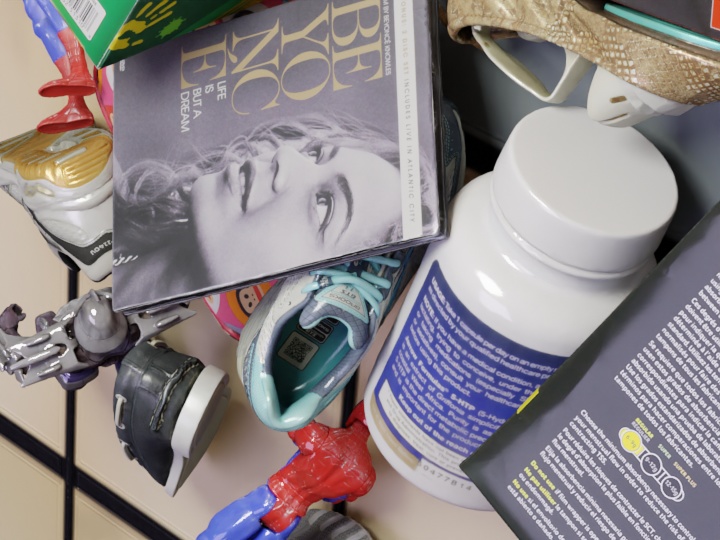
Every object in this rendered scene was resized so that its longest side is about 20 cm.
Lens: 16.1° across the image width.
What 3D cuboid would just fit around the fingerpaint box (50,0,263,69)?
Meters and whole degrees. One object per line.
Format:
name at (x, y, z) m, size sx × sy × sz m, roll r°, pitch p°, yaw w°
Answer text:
fingerpaint box at (-0.121, -0.229, 1.353) m, size 0.201 × 0.166 × 0.073 m, roll 55°, pitch 141°, yaw 11°

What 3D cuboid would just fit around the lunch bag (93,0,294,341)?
lunch bag at (-0.069, -0.061, 1.453) m, size 0.176 × 0.082 × 0.201 m, roll -28°, pitch 89°, yaw 51°

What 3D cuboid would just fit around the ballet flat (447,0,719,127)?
ballet flat at (0.117, -0.107, 1.237) m, size 0.200 × 0.070 × 0.066 m, roll 30°, pitch 108°, yaw 44°

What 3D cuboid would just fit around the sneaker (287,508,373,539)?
sneaker at (0.005, 0.219, 1.530) m, size 0.200 × 0.075 × 0.082 m, roll 38°, pitch 157°, yaw 41°

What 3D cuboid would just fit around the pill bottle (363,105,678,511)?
pill bottle at (0.085, 0.018, 1.302) m, size 0.120 × 0.119 × 0.201 m, roll 44°, pitch 137°, yaw 21°

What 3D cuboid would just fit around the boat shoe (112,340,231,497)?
boat shoe at (-0.118, 0.085, 1.543) m, size 0.060 × 0.076 × 0.200 m, roll 27°, pitch 160°, yaw 3°

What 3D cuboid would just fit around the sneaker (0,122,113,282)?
sneaker at (-0.178, -0.041, 1.537) m, size 0.200 × 0.075 × 0.088 m, roll -137°, pitch 24°, yaw -74°

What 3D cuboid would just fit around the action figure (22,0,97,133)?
action figure at (-0.218, -0.180, 1.504) m, size 0.065 × 0.098 × 0.201 m, roll 111°, pitch 151°, yaw -61°

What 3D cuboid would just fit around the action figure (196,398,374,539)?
action figure at (-0.061, 0.135, 1.517) m, size 0.065 × 0.200 × 0.099 m, roll 43°, pitch -168°, yaw -25°

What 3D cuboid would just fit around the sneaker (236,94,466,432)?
sneaker at (0.000, 0.000, 1.325) m, size 0.077 × 0.086 × 0.201 m, roll 23°, pitch 107°, yaw -8°

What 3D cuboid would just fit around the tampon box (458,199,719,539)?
tampon box at (0.175, 0.060, 1.161) m, size 0.126 × 0.150 × 0.200 m, roll 50°, pitch 117°, yaw 14°

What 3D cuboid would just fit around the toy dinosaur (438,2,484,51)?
toy dinosaur at (0.013, -0.200, 1.308) m, size 0.106 × 0.060 × 0.201 m, roll 14°, pitch 120°, yaw 40°

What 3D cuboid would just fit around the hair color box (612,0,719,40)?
hair color box at (0.122, -0.186, 1.198) m, size 0.199 × 0.061 × 0.102 m, roll 25°, pitch 128°, yaw 37°

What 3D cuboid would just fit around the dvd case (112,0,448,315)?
dvd case at (-0.046, -0.067, 1.321) m, size 0.199 × 0.016 × 0.150 m, roll -13°, pitch 67°, yaw 28°

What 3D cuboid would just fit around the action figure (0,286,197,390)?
action figure at (-0.162, 0.037, 1.541) m, size 0.200 × 0.129 × 0.070 m, roll 119°, pitch 139°, yaw -78°
